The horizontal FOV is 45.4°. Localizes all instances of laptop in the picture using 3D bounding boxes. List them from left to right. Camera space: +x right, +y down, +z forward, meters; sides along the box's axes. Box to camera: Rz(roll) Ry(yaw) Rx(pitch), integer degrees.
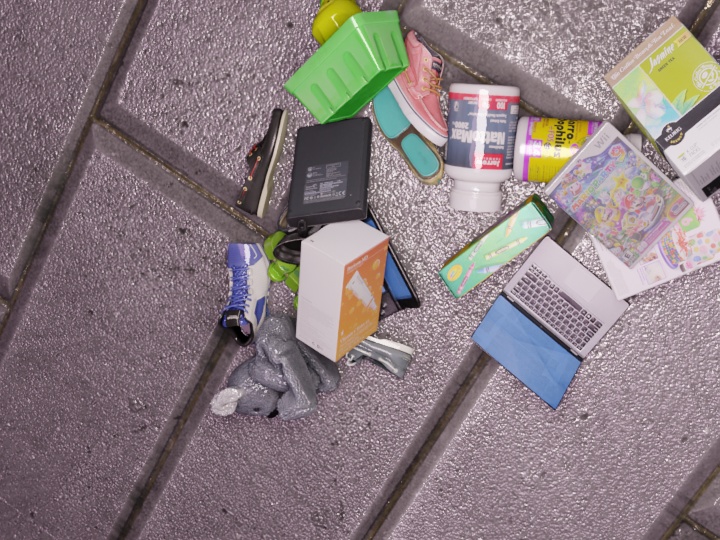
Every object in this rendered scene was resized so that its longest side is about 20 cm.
[{"bbox_3d":[0.323,0.085,1.458,0.186,0.116,0.201,39,108,4],"label":"laptop"}]

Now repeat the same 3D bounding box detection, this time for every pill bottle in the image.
[{"bbox_3d":[0.199,-0.205,1.430,0.117,0.120,0.205,6,103,13],"label":"pill bottle"},{"bbox_3d":[0.351,-0.191,1.400,0.195,0.104,0.107,6,103,13],"label":"pill bottle"}]

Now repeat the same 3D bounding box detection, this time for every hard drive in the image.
[{"bbox_3d":[-0.052,-0.172,1.482,0.136,0.033,0.204,-7,57,16],"label":"hard drive"}]

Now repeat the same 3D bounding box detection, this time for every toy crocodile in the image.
[{"bbox_3d":[-0.111,0.019,1.592,0.201,0.062,0.067,51,150,0],"label":"toy crocodile"}]

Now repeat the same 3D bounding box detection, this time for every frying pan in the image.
[{"bbox_3d":[-0.111,-0.051,1.482,0.112,0.190,0.032,-10,66,18],"label":"frying pan"}]

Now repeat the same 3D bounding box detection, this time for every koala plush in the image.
[{"bbox_3d":[-0.173,0.197,1.590,0.198,0.177,0.186,-32,91,25],"label":"koala plush"}]

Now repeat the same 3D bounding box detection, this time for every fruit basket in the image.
[{"bbox_3d":[-0.033,-0.378,1.432,0.212,0.154,0.221,13,113,34],"label":"fruit basket"}]

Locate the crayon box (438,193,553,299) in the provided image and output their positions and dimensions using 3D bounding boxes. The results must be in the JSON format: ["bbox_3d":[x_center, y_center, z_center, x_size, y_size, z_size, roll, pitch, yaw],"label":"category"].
[{"bbox_3d":[0.230,-0.043,1.454,0.199,0.119,0.059,-38,91,19],"label":"crayon box"}]

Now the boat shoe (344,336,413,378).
[{"bbox_3d":[-0.003,0.146,1.572,0.195,0.073,0.063,15,83,5],"label":"boat shoe"}]

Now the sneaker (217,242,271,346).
[{"bbox_3d":[-0.214,0.052,1.594,0.079,0.115,0.204,-3,101,14],"label":"sneaker"}]

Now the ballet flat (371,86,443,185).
[{"bbox_3d":[0.081,-0.228,1.479,0.070,0.070,0.202,-38,70,19],"label":"ballet flat"}]

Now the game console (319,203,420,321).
[{"bbox_3d":[0.000,0.000,1.526,0.174,0.116,0.203,-27,93,18],"label":"game console"}]

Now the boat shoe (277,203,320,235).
[{"bbox_3d":[-0.069,-0.135,1.531,0.201,0.060,0.076,-52,54,12],"label":"boat shoe"}]

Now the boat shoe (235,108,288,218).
[{"bbox_3d":[-0.177,-0.198,1.555,0.062,0.074,0.205,20,110,2],"label":"boat shoe"}]

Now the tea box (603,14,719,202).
[{"bbox_3d":[0.486,-0.233,1.276,0.133,0.199,0.199,-41,66,18],"label":"tea box"}]

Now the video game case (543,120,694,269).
[{"bbox_3d":[0.405,-0.116,1.353,0.199,0.018,0.144,38,107,-13],"label":"video game case"}]

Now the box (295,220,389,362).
[{"bbox_3d":[-0.033,0.030,1.470,0.096,0.124,0.203,28,130,28],"label":"box"}]

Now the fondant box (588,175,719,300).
[{"bbox_3d":[0.486,-0.058,1.412,0.197,0.058,0.147,-24,91,19],"label":"fondant box"}]

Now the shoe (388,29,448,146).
[{"bbox_3d":[0.106,-0.305,1.425,0.091,0.071,0.202,-45,58,25],"label":"shoe"}]
